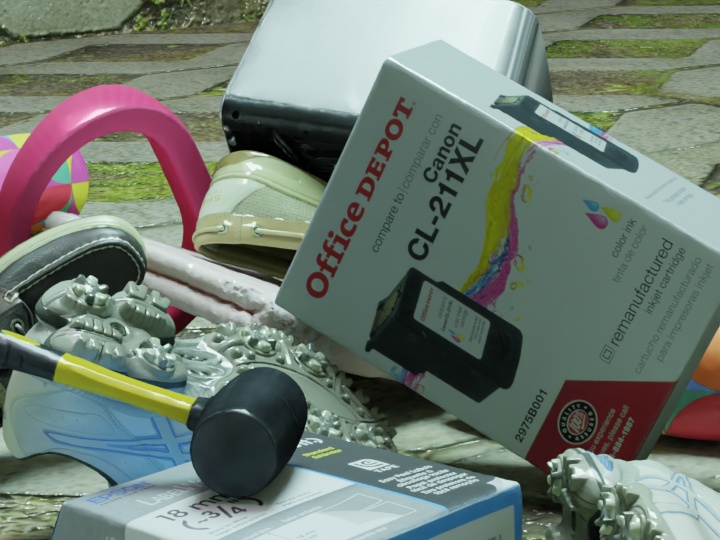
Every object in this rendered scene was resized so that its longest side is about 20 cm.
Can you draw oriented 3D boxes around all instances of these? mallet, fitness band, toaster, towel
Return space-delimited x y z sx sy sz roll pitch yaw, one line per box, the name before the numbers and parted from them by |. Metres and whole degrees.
mallet | -0.119 0.045 0.891 0.198 0.042 0.066 16 17 -2
fitness band | -0.149 -0.020 1.275 0.143 0.201 0.037 -39 52 -16
toaster | 0.028 -0.072 1.304 0.198 0.181 0.119 9 59 15
towel | -0.057 0.021 1.224 0.190 0.033 0.199 20 2 39

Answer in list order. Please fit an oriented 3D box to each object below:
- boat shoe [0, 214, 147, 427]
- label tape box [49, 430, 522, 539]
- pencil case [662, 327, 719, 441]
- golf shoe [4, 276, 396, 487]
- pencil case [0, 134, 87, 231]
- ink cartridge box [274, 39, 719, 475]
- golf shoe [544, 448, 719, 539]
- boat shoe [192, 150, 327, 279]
boat shoe | -0.189 0.050 1.118 0.199 0.073 0.065 -38 36 1
label tape box | -0.052 0.117 0.916 0.199 0.064 0.144 10 16 40
pencil case | 0.237 0.049 1.136 0.198 0.089 0.088 5 14 16
golf shoe | -0.078 0.075 1.048 0.199 0.098 0.079 22 29 -21
pencil case | -0.309 -0.062 1.671 0.199 0.089 0.088 -11 16 -39
ink cartridge box | 0.077 -0.001 1.068 0.199 0.147 0.083 31 21 13
golf shoe | 0.137 0.118 0.873 0.096 0.079 0.200 3 13 -7
boat shoe | 0.000 -0.001 1.253 0.199 0.064 0.073 25 -31 -13
